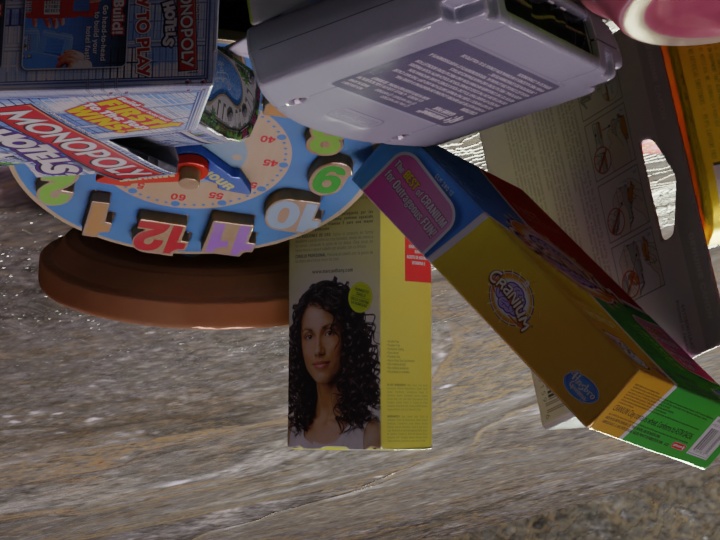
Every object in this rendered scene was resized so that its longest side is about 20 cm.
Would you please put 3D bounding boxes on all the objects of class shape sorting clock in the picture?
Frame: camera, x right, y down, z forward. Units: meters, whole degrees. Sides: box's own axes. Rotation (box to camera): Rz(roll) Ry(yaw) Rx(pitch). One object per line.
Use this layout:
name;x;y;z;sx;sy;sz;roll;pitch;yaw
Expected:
shape sorting clock;-0.089;-0.063;1.274;0.198;0.040;0.200;0;152;0

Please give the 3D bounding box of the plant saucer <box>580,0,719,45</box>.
plant saucer;0.198;-0.165;1.218;0.199;0.051;0.201;-13;166;-3

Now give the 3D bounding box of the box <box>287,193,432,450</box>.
box;0.000;0.000;1.352;0.075;0.202;0.050;-5;174;41

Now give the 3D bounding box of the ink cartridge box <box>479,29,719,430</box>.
ink cartridge box;0.149;-0.028;1.394;0.043;0.202;0.173;-1;162;-35

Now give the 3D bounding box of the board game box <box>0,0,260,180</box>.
board game box;-0.131;-0.086;1.101;0.198;0.062;0.200;-4;165;23

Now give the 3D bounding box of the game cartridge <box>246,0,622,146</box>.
game cartridge;0.032;-0.101;1.156;0.132;0.041;0.200;-22;166;22

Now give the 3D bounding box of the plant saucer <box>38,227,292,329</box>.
plant saucer;-0.093;-0.007;1.448;0.199;0.033;0.200;3;-165;-1

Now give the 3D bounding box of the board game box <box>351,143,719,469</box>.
board game box;0.102;0.015;1.280;0.040;0.200;0.153;-50;150;11

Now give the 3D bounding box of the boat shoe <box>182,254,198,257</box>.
boat shoe;-0.064;-0.050;1.391;0.199;0.069;0.084;-3;163;-32

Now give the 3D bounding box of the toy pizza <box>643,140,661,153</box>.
toy pizza;0.239;-0.108;1.509;0.199;0.032;0.200;-12;166;-3

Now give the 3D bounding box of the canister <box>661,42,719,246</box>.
canister;0.274;-0.100;1.340;0.198;0.150;0.087;-10;166;0

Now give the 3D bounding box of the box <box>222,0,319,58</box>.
box;0.039;-0.151;1.138;0.199;0.048;0.121;-22;162;37
